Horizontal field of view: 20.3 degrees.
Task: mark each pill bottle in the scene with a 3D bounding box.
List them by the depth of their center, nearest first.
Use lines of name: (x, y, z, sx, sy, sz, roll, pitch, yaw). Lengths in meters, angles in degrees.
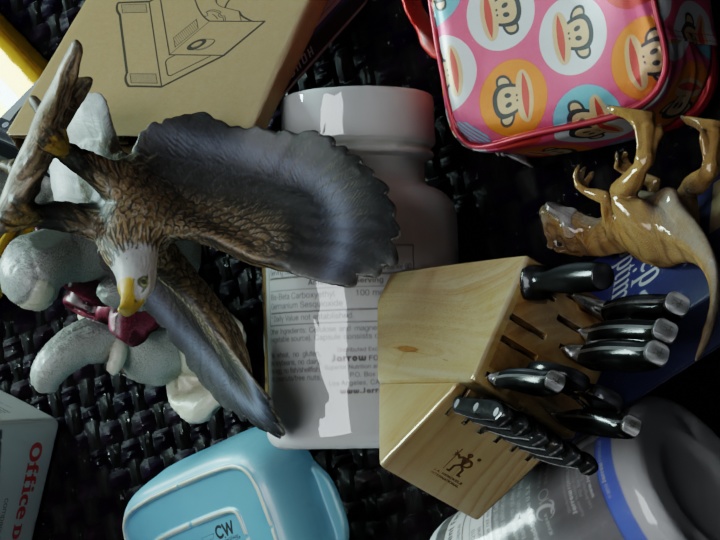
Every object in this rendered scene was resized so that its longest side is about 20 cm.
pill bottle: (0.105, 0.161, 1.069, 0.200, 0.114, 0.114, -37, 67, 31)
pill bottle: (0.000, 0.000, 1.154, 0.114, 0.114, 0.201, -4, 86, 37)

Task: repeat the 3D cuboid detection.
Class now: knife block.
knife block: (0.083, 0.027, 0.993, 0.176, 0.064, 0.200, -48, 23, 28)

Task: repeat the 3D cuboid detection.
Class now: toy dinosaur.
toy dinosaur: (0.154, -0.025, 1.007, 0.200, 0.060, 0.107, -152, 68, -70)

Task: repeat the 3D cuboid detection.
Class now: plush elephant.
plush elephant: (-0.152, 0.012, 1.255, 0.165, 0.199, 0.156, 38, 133, 47)

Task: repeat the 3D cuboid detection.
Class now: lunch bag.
lunch bag: (0.099, -0.163, 1.105, 0.176, 0.082, 0.201, -11, 82, 37)

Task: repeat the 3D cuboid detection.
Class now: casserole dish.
casserole dish: (-0.084, 0.169, 1.233, 0.200, 0.039, 0.122, -27, 81, 46)

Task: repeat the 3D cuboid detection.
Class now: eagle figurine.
eagle figurine: (-0.099, -0.015, 1.084, 0.152, 0.199, 0.152, -32, 37, 62)

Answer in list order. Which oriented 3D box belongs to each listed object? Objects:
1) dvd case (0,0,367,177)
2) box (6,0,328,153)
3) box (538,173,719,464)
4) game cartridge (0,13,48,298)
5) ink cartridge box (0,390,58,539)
dvd case: (-0.111, -0.124, 1.224, 0.150, 0.025, 0.200, 23, 61, 35)
box: (-0.101, -0.146, 1.205, 0.163, 0.021, 0.201, 3, 50, 27)
box: (0.158, 0.012, 1.038, 0.200, 0.121, 0.032, -36, 109, 30)
game cartridge: (-0.287, -0.096, 1.429, 0.200, 0.032, 0.177, 43, 113, 29)
ink cartridge box: (-0.307, 0.156, 1.331, 0.084, 0.200, 0.145, 20, 100, 33)
